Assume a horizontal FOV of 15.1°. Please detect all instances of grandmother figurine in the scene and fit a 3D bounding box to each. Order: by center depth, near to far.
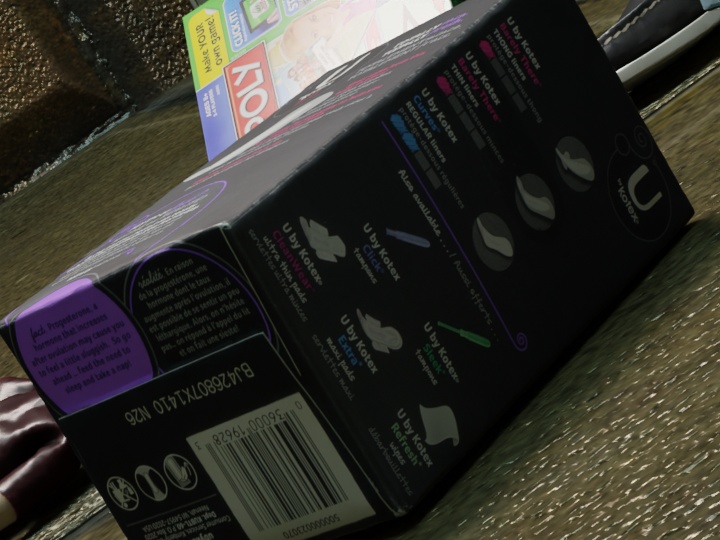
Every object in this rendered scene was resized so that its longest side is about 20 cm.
[{"bbox_3d":[-0.160,0.086,1.187,0.199,0.061,0.122,-30,37,5],"label":"grandmother figurine"}]

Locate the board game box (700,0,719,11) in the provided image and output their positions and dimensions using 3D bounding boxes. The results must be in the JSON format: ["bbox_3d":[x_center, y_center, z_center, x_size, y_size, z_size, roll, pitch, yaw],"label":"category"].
[{"bbox_3d":[0.217,-0.194,1.067,0.199,0.104,0.105,-27,8,-18],"label":"board game box"}]

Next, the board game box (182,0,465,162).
[{"bbox_3d":[-0.007,-0.072,1.198,0.134,0.029,0.201,-30,45,18],"label":"board game box"}]

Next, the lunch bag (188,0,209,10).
[{"bbox_3d":[0.020,-0.147,1.363,0.167,0.140,0.200,-37,-14,11],"label":"lunch bag"}]

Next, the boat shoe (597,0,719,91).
[{"bbox_3d":[0.159,-0.146,1.233,0.200,0.060,0.074,-39,4,-21],"label":"boat shoe"}]

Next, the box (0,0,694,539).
[{"bbox_3d":[0.000,0.000,0.890,0.122,0.107,0.200,-22,14,44],"label":"box"}]
